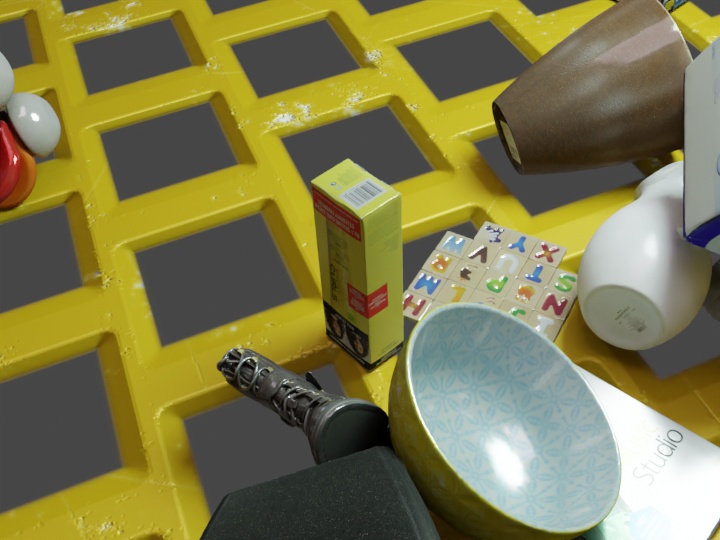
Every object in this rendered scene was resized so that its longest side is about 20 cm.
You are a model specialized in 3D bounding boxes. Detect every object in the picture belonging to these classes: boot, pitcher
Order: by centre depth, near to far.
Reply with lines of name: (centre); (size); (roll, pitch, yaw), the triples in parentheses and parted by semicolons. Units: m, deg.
boot: (-0.054, 0.116, 0.725); (0.173, 0.200, 0.070); (27, 81, 24)
pitcher: (0.298, -0.033, 0.833); (0.120, 0.172, 0.201); (34, 54, 7)

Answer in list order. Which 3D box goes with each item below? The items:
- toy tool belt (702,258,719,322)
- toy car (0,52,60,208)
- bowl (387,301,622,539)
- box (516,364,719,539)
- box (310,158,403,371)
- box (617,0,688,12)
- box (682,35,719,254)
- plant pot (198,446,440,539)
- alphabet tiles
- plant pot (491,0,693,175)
toy tool belt: (0.430, -0.022, 0.841); (0.198, 0.124, 0.125); (-27, 50, -20)
toy car: (-0.460, -0.150, 1.008); (0.173, 0.201, 0.151); (-27, 53, 5)
bowl: (0.095, 0.137, 0.678); (0.198, 0.108, 0.202); (21, 40, -19)
box: (0.209, 0.171, 0.740); (0.199, 0.037, 0.144); (29, 56, 31)
box: (0.000, 0.000, 0.809); (0.050, 0.202, 0.075); (-33, 52, -28)
box: (0.421, -0.462, 1.319); (0.136, 0.040, 0.199); (-33, 52, -25)
box: (0.391, -0.098, 0.748); (0.197, 0.105, 0.187); (17, 65, -15)
plant pot: (-0.014, 0.241, 0.577); (0.197, 0.202, 0.178); (-19, 34, 6)
alphabet tiles: (0.136, 0.026, 0.906); (0.164, 0.006, 0.201); (21, 52, 23)
plant pot: (0.261, -0.192, 1.002); (0.197, 0.188, 0.188); (-24, 47, 3)
